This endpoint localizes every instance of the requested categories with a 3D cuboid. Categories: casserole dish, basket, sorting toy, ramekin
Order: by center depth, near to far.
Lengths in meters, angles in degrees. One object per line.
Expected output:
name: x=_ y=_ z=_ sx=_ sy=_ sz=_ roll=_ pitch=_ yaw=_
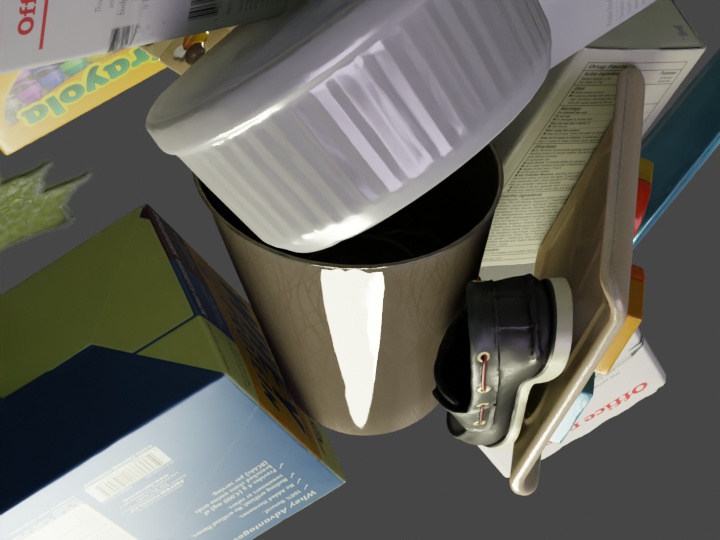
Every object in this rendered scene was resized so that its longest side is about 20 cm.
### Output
ramekin: x=0.002 y=-0.093 z=1.026 sx=0.202 sy=0.094 sz=0.202 roll=-35 pitch=-167 yaw=10
sorting toy: x=0.135 y=0.010 z=1.266 sx=0.036 sy=0.186 sz=0.201 roll=14 pitch=138 yaw=-4
basket: x=0.000 y=0.000 z=1.283 sx=0.179 sy=0.137 sz=0.200 roll=10 pitch=146 yaw=13
casserole dish: x=0.202 y=-0.074 z=1.387 sx=0.200 sy=0.039 sz=0.121 roll=-48 pitch=173 yaw=-25

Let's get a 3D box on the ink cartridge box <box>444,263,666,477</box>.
ink cartridge box: x=0.121 y=0.050 z=1.538 sx=0.144 sy=0.085 sz=0.200 roll=-31 pitch=148 yaw=6

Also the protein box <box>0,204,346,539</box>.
protein box: x=-0.150 y=0.099 z=1.346 sx=0.198 sy=0.135 sz=0.200 roll=-32 pitch=149 yaw=6

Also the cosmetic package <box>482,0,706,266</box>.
cosmetic package: x=0.113 y=-0.093 z=1.331 sx=0.103 sy=0.073 sz=0.200 roll=-3 pitch=141 yaw=-36

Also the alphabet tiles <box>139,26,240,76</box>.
alphabet tiles: x=-0.035 y=-0.180 z=1.091 sx=0.200 sy=0.006 sz=0.166 roll=-51 pitch=150 yaw=6

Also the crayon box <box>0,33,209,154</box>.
crayon box: x=-0.158 y=-0.137 z=1.071 sx=0.125 sy=0.052 sz=0.200 roll=-29 pitch=150 yaw=1

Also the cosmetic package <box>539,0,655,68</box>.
cosmetic package: x=0.096 y=-0.164 z=1.181 sx=0.199 sy=0.074 sz=0.102 roll=-31 pitch=158 yaw=-6

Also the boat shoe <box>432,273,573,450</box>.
boat shoe: x=0.072 y=0.054 z=1.245 sx=0.063 sy=0.074 sz=0.202 roll=0 pitch=160 yaw=-8

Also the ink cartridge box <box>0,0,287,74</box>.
ink cartridge box: x=-0.122 y=-0.160 z=0.945 sx=0.199 sy=0.067 sz=0.116 roll=-16 pitch=135 yaw=-35
